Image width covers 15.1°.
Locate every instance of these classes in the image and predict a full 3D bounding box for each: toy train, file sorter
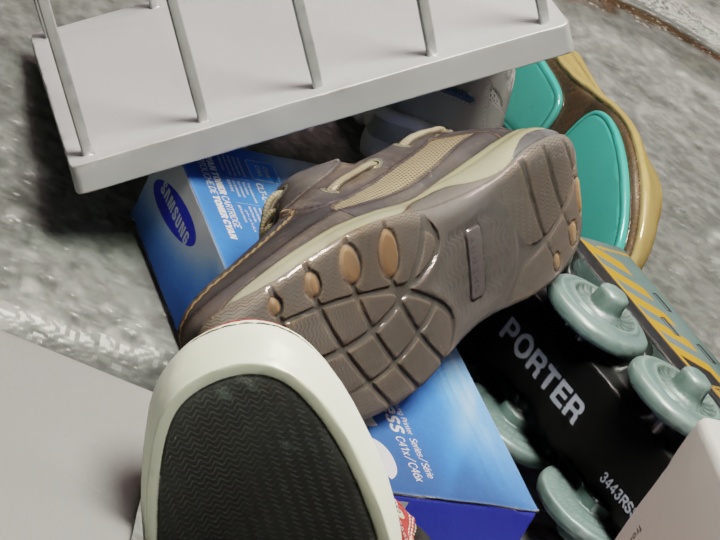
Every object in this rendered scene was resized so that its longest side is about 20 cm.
[{"bbox_3d":[0.097,0.044,1.075,0.114,0.085,0.200,15,28,-48],"label":"toy train"},{"bbox_3d":[-0.038,-0.137,1.070,0.199,0.125,0.139,-16,29,-6],"label":"file sorter"}]

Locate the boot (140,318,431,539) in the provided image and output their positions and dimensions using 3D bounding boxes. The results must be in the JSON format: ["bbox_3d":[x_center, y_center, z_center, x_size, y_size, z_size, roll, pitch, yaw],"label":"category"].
[{"bbox_3d":[-0.014,0.078,0.831,0.072,0.201,0.144,-11,30,9],"label":"boot"}]

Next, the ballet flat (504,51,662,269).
[{"bbox_3d":[0.105,-0.053,1.245,0.063,0.069,0.200,27,27,-34],"label":"ballet flat"}]

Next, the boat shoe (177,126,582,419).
[{"bbox_3d":[0.000,0.000,0.985,0.073,0.075,0.200,14,27,38],"label":"boat shoe"}]

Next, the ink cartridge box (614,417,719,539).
[{"bbox_3d":[0.158,0.175,0.847,0.147,0.145,0.200,14,34,-25],"label":"ink cartridge box"}]

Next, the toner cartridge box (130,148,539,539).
[{"bbox_3d":[-0.014,0.032,1.024,0.095,0.043,0.200,11,34,-31],"label":"toner cartridge box"}]

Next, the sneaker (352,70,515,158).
[{"bbox_3d":[0.041,-0.087,1.197,0.074,0.082,0.200,24,11,-11],"label":"sneaker"}]

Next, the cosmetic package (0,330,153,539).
[{"bbox_3d":[-0.120,0.109,0.744,0.090,0.107,0.200,22,28,-12],"label":"cosmetic package"}]
